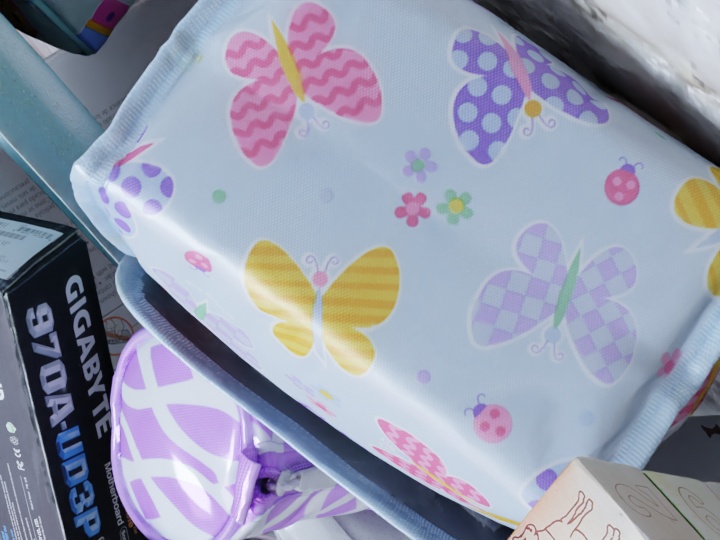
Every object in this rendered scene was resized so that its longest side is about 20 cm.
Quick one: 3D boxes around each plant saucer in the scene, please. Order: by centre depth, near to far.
[{"bbox_3d":[-0.132,-0.075,0.706,0.200,0.027,0.200,47,174,6],"label":"plant saucer"}]

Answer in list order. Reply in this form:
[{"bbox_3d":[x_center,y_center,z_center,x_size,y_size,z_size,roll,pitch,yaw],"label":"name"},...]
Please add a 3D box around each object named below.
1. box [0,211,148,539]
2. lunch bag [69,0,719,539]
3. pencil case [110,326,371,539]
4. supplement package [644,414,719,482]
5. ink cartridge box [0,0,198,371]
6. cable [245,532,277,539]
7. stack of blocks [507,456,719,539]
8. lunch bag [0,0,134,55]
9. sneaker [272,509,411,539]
[{"bbox_3d":[-0.156,0.068,0.786,0.158,0.046,0.201,11,125,31],"label":"box"},{"bbox_3d":[0.019,0.002,0.624,0.169,0.127,0.200,35,175,4],"label":"lunch bag"},{"bbox_3d":[0.007,0.046,0.746,0.199,0.084,0.085,-10,-163,-42],"label":"pencil case"},{"bbox_3d":[0.079,0.162,0.741,0.114,0.109,0.201,-120,34,-48],"label":"supplement package"},{"bbox_3d":[-0.109,0.006,0.873,0.177,0.200,0.045,59,167,-11],"label":"ink cartridge box"},{"bbox_3d":[-0.016,0.105,0.956,0.199,0.070,0.200,16,-168,25],"label":"cable"},{"bbox_3d":[0.091,0.118,0.556,0.200,0.115,0.059,16,-153,-51],"label":"stack of blocks"},{"bbox_3d":[-0.150,-0.168,0.725,0.200,0.077,0.160,38,170,27],"label":"lunch bag"},{"bbox_3d":[0.049,0.109,0.823,0.200,0.080,0.071,31,-152,-28],"label":"sneaker"}]
